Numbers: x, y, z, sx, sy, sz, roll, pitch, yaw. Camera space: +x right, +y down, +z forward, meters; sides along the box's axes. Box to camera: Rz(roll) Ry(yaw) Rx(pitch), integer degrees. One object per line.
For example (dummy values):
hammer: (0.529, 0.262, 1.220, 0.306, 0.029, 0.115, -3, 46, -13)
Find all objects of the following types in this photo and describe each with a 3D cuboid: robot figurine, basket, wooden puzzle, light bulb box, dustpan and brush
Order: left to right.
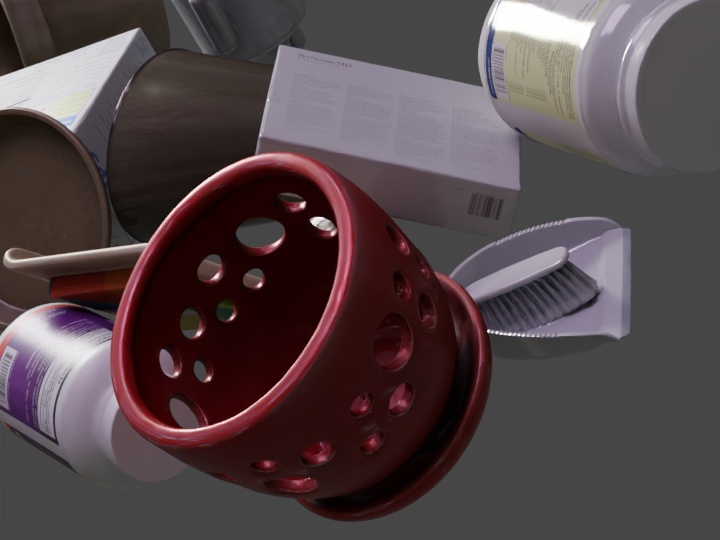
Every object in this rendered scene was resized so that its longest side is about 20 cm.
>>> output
light bulb box: (-0.290, -0.107, 1.873, 0.197, 0.125, 0.201, -15, 32, 28)
wooden puzzle: (-0.147, 0.018, 1.493, 0.199, 0.184, 0.038, 1, 77, 43)
robot figurine: (-0.129, -0.280, 1.908, 0.112, 0.201, 0.170, -21, 30, 20)
basket: (-0.097, -0.109, 1.669, 0.199, 0.136, 0.182, 1, 66, 40)
dustpan and brush: (0.084, 0.019, 1.345, 0.199, 0.057, 0.140, -21, 29, 21)

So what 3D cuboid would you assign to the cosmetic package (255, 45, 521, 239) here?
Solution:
cosmetic package: (0.023, -0.100, 1.499, 0.198, 0.052, 0.151, 12, 35, -2)

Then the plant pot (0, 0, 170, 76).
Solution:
plant pot: (-0.304, -0.261, 2.107, 0.172, 0.202, 0.200, -20, 24, -16)

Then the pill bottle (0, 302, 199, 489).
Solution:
pill bottle: (-0.193, 0.095, 1.452, 0.112, 0.113, 0.199, -42, 29, -19)

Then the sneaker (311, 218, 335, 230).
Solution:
sneaker: (0.000, 0.000, 1.479, 0.076, 0.070, 0.200, -48, 21, 5)

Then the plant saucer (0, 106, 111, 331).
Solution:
plant saucer: (-0.299, -0.044, 1.738, 0.199, 0.202, 0.029, -16, -2, 28)

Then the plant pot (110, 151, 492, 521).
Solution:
plant pot: (-0.030, 0.054, 1.238, 0.199, 0.182, 0.202, -23, 49, 29)

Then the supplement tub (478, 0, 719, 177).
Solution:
supplement tub: (0.192, -0.148, 1.417, 0.145, 0.146, 0.200, -39, 28, -14)
